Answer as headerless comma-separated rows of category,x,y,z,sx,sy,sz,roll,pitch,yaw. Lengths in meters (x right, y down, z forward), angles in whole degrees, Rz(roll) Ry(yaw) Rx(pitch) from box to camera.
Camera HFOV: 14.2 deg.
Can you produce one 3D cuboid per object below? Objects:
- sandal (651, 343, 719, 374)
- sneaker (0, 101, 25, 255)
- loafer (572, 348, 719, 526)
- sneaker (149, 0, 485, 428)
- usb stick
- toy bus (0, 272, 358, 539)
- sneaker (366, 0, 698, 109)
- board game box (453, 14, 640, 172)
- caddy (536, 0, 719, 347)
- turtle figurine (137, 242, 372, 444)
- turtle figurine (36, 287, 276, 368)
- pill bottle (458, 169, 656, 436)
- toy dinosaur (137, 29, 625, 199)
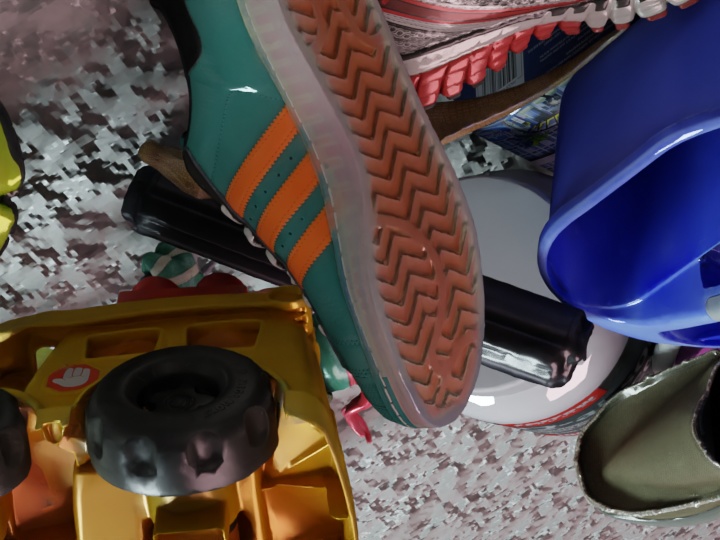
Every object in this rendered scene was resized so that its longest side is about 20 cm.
sandal,0.184,0.039,1.381,0.083,0.050,0.203,-52,163,-7
sneaker,-0.202,0.000,1.091,0.081,0.074,0.200,7,139,-32
loafer,0.161,0.061,1.255,0.070,0.075,0.200,11,154,-41
sneaker,-0.017,-0.033,1.082,0.080,0.201,0.071,-13,-170,41
usb stick,0.000,0.000,1.185,0.055,0.199,0.033,-48,157,-71
toy bus,-0.101,0.071,1.124,0.199,0.192,0.136,-6,122,2
sneaker,0.071,-0.132,1.096,0.200,0.078,0.082,-26,131,-2
board game box,0.179,-0.073,1.255,0.200,0.062,0.200,24,138,-31
caddy,0.157,-0.033,1.148,0.141,0.105,0.200,19,148,-23
turtle figurine,-0.070,0.045,1.304,0.199,0.101,0.150,-23,153,3
turtle figurine,-0.107,0.095,1.229,0.199,0.162,0.064,-19,-171,7
pill bottle,0.077,0.015,1.328,0.116,0.116,0.200,-34,167,11
toy dinosaur,0.007,-0.054,1.163,0.199,0.058,0.101,-16,-164,-10
